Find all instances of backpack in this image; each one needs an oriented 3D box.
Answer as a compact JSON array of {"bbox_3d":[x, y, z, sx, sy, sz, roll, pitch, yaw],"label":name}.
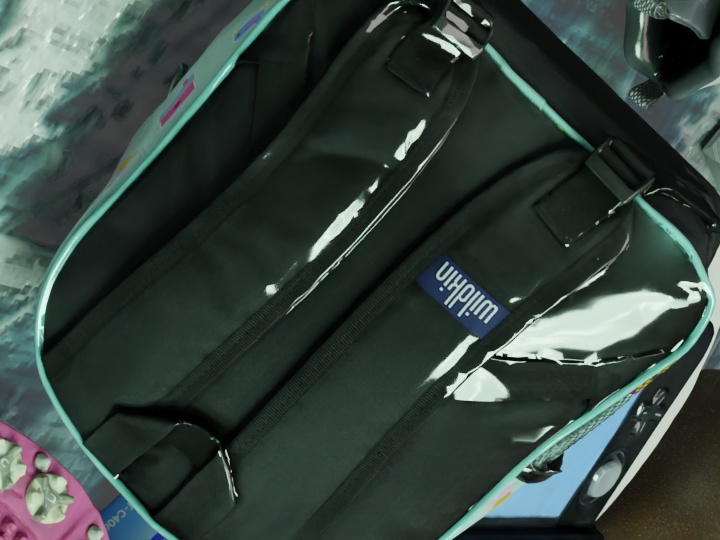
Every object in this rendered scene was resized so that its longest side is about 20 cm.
[{"bbox_3d":[0.000,0.000,0.981,0.200,0.176,0.153,-46,-173,13],"label":"backpack"}]

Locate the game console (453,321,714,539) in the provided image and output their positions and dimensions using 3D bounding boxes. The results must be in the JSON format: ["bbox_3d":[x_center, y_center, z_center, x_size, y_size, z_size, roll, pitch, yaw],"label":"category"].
[{"bbox_3d":[0.086,0.110,1.175,0.176,0.116,0.200,-57,153,14],"label":"game console"}]

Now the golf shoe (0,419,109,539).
[{"bbox_3d":[-0.117,0.131,1.033,0.075,0.091,0.201,-40,117,-29],"label":"golf shoe"}]

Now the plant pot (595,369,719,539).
[{"bbox_3d":[0.146,0.148,1.448,0.200,0.186,0.187,-52,159,-36],"label":"plant pot"}]

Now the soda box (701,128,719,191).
[{"bbox_3d":[0.224,-0.028,1.451,0.063,0.068,0.200,-49,155,-4],"label":"soda box"}]

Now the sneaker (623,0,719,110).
[{"bbox_3d":[0.153,-0.141,1.170,0.140,0.078,0.201,-33,148,-37],"label":"sneaker"}]

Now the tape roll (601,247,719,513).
[{"bbox_3d":[0.069,0.046,1.282,0.202,0.071,0.203,-39,152,-25],"label":"tape roll"}]

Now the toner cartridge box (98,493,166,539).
[{"bbox_3d":[-0.093,0.171,1.200,0.095,0.043,0.200,-44,154,-20],"label":"toner cartridge box"}]
